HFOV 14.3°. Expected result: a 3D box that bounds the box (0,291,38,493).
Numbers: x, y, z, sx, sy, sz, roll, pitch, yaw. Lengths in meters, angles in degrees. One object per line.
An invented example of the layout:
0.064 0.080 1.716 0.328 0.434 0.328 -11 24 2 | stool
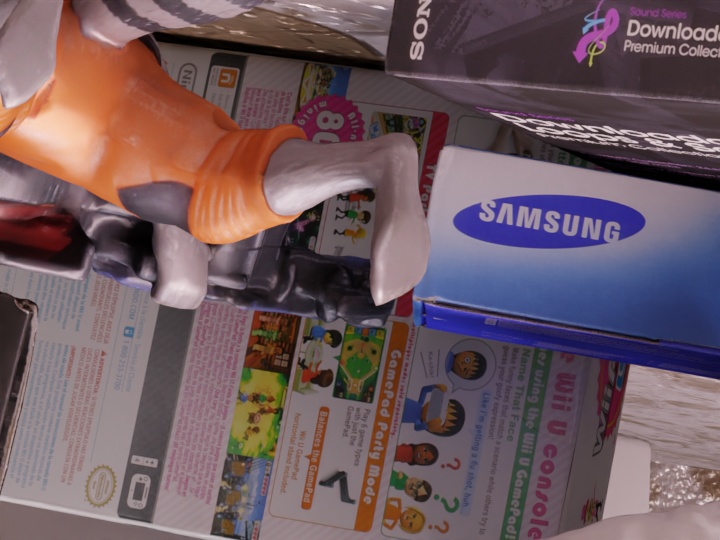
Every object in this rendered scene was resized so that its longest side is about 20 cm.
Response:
-0.196 0.023 0.717 0.200 0.086 0.164 14 177 -15 | box

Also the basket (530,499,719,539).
0.126 0.143 0.743 0.200 0.161 0.198 -16 165 19 | basket

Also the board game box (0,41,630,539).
-0.020 0.012 0.864 0.200 0.148 0.064 9 172 17 | board game box

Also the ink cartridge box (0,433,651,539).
-0.013 0.093 1.024 0.200 0.085 0.144 17 159 -37 | ink cartridge box

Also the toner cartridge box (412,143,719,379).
0.115 0.009 0.760 0.200 0.043 0.095 10 174 2 | toner cartridge box

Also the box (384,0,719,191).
0.118 -0.035 0.701 0.143 0.036 0.200 7 172 35 | box

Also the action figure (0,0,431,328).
-0.053 -0.042 0.715 0.200 0.105 0.193 12 -178 -33 | action figure
